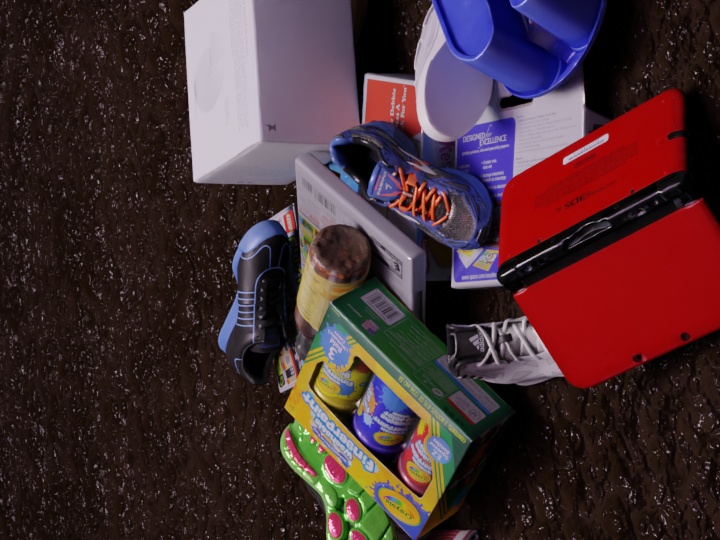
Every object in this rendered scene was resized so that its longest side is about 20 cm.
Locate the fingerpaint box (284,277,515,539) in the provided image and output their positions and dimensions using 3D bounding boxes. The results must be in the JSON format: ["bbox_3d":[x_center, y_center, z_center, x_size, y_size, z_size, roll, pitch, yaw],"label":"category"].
[{"bbox_3d":[0.033,0.138,1.617,0.200,0.073,0.167,44,136,20],"label":"fingerpaint box"}]

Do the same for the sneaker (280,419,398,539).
[{"bbox_3d":[-0.010,0.238,1.694,0.077,0.084,0.201,-32,65,10],"label":"sneaker"}]

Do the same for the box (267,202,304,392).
[{"bbox_3d":[-0.072,0.032,1.908,0.110,0.035,0.201,-30,67,54],"label":"box"}]

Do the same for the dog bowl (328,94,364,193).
[{"bbox_3d":[-0.002,-0.094,1.775,0.111,0.049,0.201,27,114,54],"label":"dog bowl"}]

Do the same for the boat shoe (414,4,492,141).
[{"bbox_3d":[0.081,-0.198,1.563,0.068,0.072,0.201,-40,37,52],"label":"boat shoe"}]

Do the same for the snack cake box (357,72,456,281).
[{"bbox_3d":[0.055,-0.097,1.667,0.115,0.067,0.201,19,109,57],"label":"snack cake box"}]

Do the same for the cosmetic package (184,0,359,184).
[{"bbox_3d":[-0.097,-0.210,1.760,0.200,0.122,0.200,159,108,-64],"label":"cosmetic package"}]

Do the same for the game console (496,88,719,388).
[{"bbox_3d":[0.226,-0.026,1.390,0.200,0.119,0.173,-29,38,35],"label":"game console"}]

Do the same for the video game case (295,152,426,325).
[{"bbox_3d":[0.000,0.000,1.682,0.200,0.023,0.183,41,147,37],"label":"video game case"}]

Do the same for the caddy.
[{"bbox_3d":[0.148,-0.247,1.471,0.141,0.105,0.201,-49,36,31],"label":"caddy"}]

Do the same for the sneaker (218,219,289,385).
[{"bbox_3d":[-0.109,0.040,1.878,0.078,0.070,0.201,49,137,39],"label":"sneaker"}]

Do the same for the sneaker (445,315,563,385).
[{"bbox_3d":[0.149,0.071,1.484,0.200,0.115,0.076,-26,70,55],"label":"sneaker"}]

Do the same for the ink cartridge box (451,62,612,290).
[{"bbox_3d":[0.157,-0.085,1.523,0.198,0.043,0.201,-5,84,57],"label":"ink cartridge box"}]

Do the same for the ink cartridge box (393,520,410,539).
[{"bbox_3d":[0.021,0.223,1.740,0.099,0.039,0.201,9,87,57],"label":"ink cartridge box"}]

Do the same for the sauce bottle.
[{"bbox_3d":[-0.033,0.030,1.676,0.200,0.066,0.066,105,148,-58],"label":"sauce bottle"}]

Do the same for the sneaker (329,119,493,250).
[{"bbox_3d":[0.044,-0.077,1.564,0.200,0.078,0.076,34,116,34],"label":"sneaker"}]

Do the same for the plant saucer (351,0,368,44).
[{"bbox_3d":[-0.042,-0.311,1.833,0.200,0.035,0.201,9,100,58],"label":"plant saucer"}]

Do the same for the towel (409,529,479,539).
[{"bbox_3d":[0.026,0.325,1.696,0.023,0.144,0.200,51,148,-16],"label":"towel"}]
